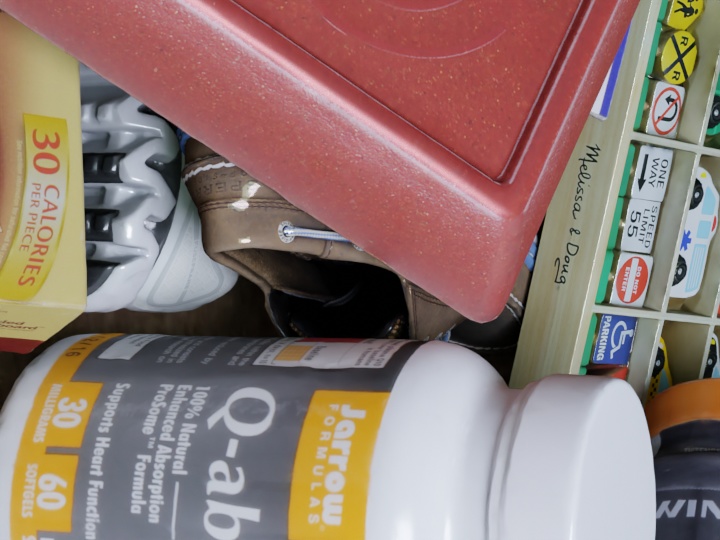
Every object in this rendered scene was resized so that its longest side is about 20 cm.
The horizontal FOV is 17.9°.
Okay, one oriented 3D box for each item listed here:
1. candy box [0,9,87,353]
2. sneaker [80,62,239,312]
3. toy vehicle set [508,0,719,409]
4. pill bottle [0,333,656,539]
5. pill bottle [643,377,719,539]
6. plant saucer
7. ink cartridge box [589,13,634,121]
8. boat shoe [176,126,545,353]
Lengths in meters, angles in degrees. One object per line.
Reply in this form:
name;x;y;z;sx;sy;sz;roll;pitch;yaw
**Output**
candy box;-0.151;-0.079;0.727;0.117;0.056;0.200;7;70;-29
sneaker;-0.064;-0.081;0.808;0.081;0.075;0.200;13;88;-46
toy vehicle set;0.118;-0.015;0.866;0.124;0.026;0.200;5;99;-48
pill bottle;-0.012;0.079;0.746;0.200;0.116;0.117;0;102;23
pill bottle;0.119;0.136;0.788;0.106;0.106;0.200;29;51;-21
plant saucer;0.011;-0.117;0.733;0.200;0.037;0.200;33;66;-19
ink cartridge box;0.006;-0.128;0.771;0.200;0.037;0.095;23;70;-20
boat shoe;0.000;0.000;0.800;0.200;0.072;0.072;31;57;-48
